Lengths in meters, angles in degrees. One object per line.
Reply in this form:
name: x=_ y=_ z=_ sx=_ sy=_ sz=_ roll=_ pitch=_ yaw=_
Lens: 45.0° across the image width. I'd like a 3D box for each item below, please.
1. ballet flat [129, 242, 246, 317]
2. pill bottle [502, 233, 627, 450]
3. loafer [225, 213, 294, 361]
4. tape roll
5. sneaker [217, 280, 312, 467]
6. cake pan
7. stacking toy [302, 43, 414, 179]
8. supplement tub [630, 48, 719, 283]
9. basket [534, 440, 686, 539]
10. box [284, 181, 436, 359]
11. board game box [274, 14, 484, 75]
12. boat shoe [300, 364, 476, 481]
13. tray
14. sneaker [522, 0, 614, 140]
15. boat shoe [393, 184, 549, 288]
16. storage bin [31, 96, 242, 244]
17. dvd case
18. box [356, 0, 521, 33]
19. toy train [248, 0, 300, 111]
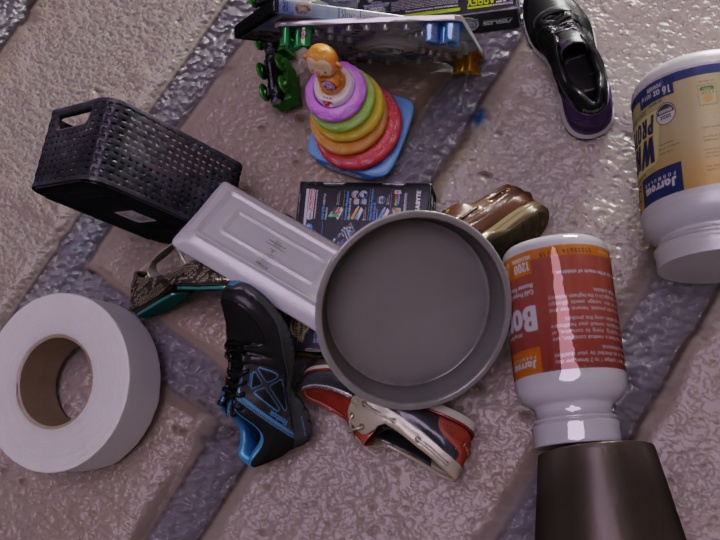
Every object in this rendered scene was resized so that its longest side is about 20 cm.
ballet flat: x=-0.199 y=0.001 z=0.990 sx=0.198 sy=0.067 sz=0.076 roll=-15 pitch=81 yaw=38
pill bottle: x=0.206 y=0.074 z=0.874 sx=0.111 sy=0.112 sz=0.203 roll=-7 pitch=72 yaw=12
loafer: x=-0.118 y=0.033 z=1.003 sx=0.062 sy=0.072 sz=0.203 roll=-3 pitch=66 yaw=38
tape roll: x=-0.335 y=0.130 z=1.008 sx=0.200 sy=0.071 sz=0.206 roll=-3 pitch=80 yaw=18
sneaker: x=-0.111 y=0.110 z=0.908 sx=0.073 sy=0.081 sz=0.202 roll=4 pitch=115 yaw=50
cake pan: x=0.051 y=0.038 z=0.865 sx=0.197 sy=0.037 sz=0.203 roll=-2 pitch=103 yaw=-9
stacking toy: x=-0.019 y=-0.190 z=0.961 sx=0.115 sy=0.200 sz=0.111 roll=19 pitch=79 yaw=18
supplement tub: x=0.350 y=-0.099 z=0.870 sx=0.142 sy=0.144 sz=0.203 roll=-4 pitch=73 yaw=13
basket: x=0.230 y=0.268 z=0.804 sx=0.178 sy=0.136 sz=0.203 roll=-7 pitch=69 yaw=8
box: x=0.000 y=0.000 z=0.983 sx=0.157 sy=0.046 sz=0.203 roll=1 pitch=75 yaw=14
board game box: x=0.029 y=-0.245 z=0.970 sx=0.197 sy=0.200 sz=0.026 roll=2 pitch=93 yaw=15
boat shoe: x=0.022 y=0.158 z=0.915 sx=0.198 sy=0.071 sz=0.063 roll=20 pitch=62 yaw=13
tray: x=-0.093 y=-0.021 z=0.935 sx=0.198 sy=0.022 sz=0.108 roll=30 pitch=57 yaw=9
sneaker: x=0.237 y=-0.254 z=0.974 sx=0.075 sy=0.088 sz=0.202 roll=-21 pitch=70 yaw=8
boat shoe: x=0.108 y=-0.032 z=0.938 sx=0.198 sy=0.072 sz=0.068 roll=-27 pitch=57 yaw=-19
storage bin: x=-0.248 y=-0.104 z=0.984 sx=0.134 sy=0.199 sz=0.095 roll=-2 pitch=71 yaw=40
dvd case: x=-0.028 y=-0.270 z=0.975 sx=0.197 sy=0.142 sz=0.018 roll=-1 pitch=94 yaw=-25
box: x=0.094 y=-0.368 z=1.069 sx=0.197 sy=0.044 sz=0.163 roll=-4 pitch=74 yaw=14
toy train: x=-0.108 y=-0.294 z=1.092 sx=0.041 sy=0.056 sz=0.203 roll=-17 pitch=70 yaw=25
